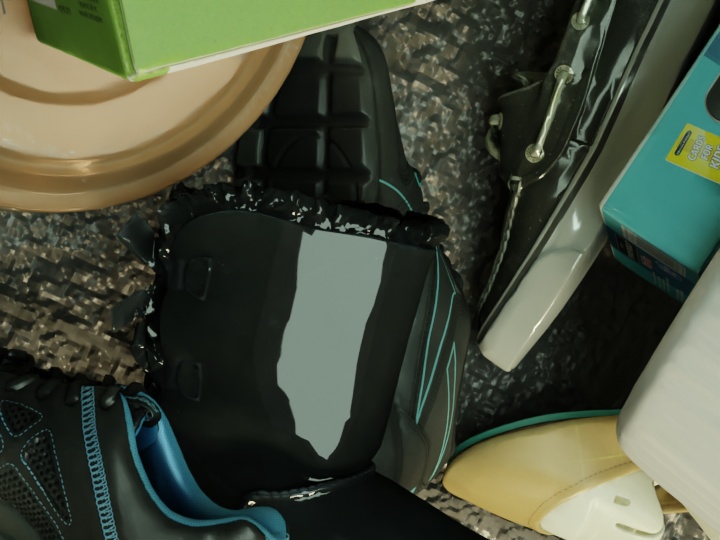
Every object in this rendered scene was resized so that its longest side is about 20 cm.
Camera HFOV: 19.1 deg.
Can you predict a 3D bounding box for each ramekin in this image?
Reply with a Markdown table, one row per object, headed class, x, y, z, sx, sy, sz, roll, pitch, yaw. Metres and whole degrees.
| class | x | y | z | sx | sy | sz | roll | pitch | yaw |
| --- | --- | --- | --- | --- | --- | --- | --- | --- | --- |
| ramekin | 0.183 | 0.018 | 0.825 | 0.097 | 0.200 | 0.201 | 34 | 89 | 10 |

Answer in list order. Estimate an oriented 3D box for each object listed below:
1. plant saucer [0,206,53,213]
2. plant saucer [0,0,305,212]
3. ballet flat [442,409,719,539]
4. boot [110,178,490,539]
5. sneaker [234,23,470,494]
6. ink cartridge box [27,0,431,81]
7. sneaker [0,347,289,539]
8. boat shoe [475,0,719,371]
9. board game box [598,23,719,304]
| class | x | y | z | sx | sy | sz | roll | pitch | yaw |
| --- | --- | --- | --- | --- | --- | --- | --- | --- | --- |
| plant saucer | -0.119 | -0.123 | 0.804 | 0.198 | 0.029 | 0.202 | -4 | 104 | -18 |
| plant saucer | -0.107 | -0.120 | 0.777 | 0.198 | 0.032 | 0.202 | -4 | 103 | -18 |
| ballet flat | 0.134 | 0.089 | 0.914 | 0.198 | 0.069 | 0.063 | -7 | 61 | -19 |
| boot | 0.001 | 0.057 | 0.788 | 0.196 | 0.073 | 0.164 | 10 | 92 | 3 |
| sneaker | 0.000 | 0.000 | 0.863 | 0.079 | 0.075 | 0.202 | -10 | 101 | -47 |
| ink cartridge box | -0.009 | -0.130 | 0.714 | 0.198 | 0.148 | 0.076 | -18 | 106 | -16 |
| sneaker | -0.110 | 0.057 | 0.746 | 0.200 | 0.073 | 0.082 | 42 | 106 | 7 |
| boat shoe | 0.087 | -0.057 | 0.878 | 0.063 | 0.071 | 0.201 | 28 | 102 | 10 |
| board game box | 0.170 | -0.086 | 0.850 | 0.047 | 0.151 | 0.201 | 33 | 89 | 11 |
